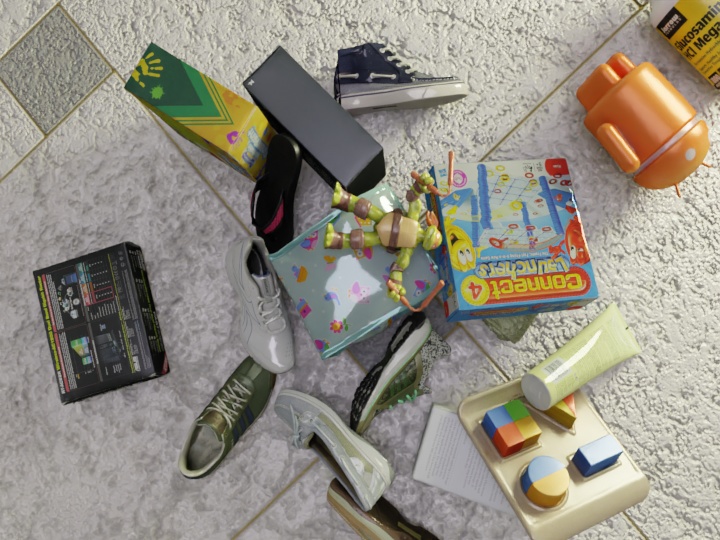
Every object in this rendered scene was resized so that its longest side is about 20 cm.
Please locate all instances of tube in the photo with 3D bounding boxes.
[{"bbox_3d":[0.297,0.117,0.892,0.197,0.052,0.059,-27,124,-28],"label":"tube"}]

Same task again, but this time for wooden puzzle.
[{"bbox_3d":[0.245,0.219,0.848,0.182,0.047,0.202,-15,55,-21],"label":"wooden puzzle"}]

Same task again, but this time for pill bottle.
[{"bbox_3d":[0.471,-0.346,0.909,0.112,0.112,0.200,-43,82,1],"label":"pill bottle"}]

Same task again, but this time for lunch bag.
[{"bbox_3d":[0.000,0.000,0.924,0.198,0.122,0.173,-32,82,5],"label":"lunch bag"}]

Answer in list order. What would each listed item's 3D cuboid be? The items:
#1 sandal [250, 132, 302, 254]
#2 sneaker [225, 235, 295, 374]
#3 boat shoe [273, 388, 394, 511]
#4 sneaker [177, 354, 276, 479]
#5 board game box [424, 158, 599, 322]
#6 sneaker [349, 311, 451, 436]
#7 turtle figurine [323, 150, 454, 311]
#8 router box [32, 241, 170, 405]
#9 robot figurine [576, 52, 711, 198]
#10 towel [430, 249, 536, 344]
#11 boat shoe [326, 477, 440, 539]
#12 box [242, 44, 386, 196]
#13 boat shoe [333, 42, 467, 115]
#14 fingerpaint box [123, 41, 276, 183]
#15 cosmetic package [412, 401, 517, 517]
[{"bbox_3d":[-0.125,-0.095,0.927,0.075,0.203,0.045,37,46,23],"label":"sandal"},{"bbox_3d":[-0.139,0.047,0.942,0.073,0.087,0.204,-19,84,-25],"label":"sneaker"},{"bbox_3d":[-0.047,0.239,0.916,0.201,0.075,0.065,38,56,15],"label":"boat shoe"},{"bbox_3d":[-0.188,0.207,0.940,0.066,0.090,0.202,33,89,8],"label":"sneaker"},{"bbox_3d":[0.195,-0.043,0.890,0.195,0.056,0.200,-5,72,-12],"label":"board game box"},{"bbox_3d":[0.058,0.161,0.936,0.088,0.077,0.202,34,94,-10],"label":"sneaker"},{"bbox_3d":[0.039,-0.061,0.846,0.157,0.064,0.205,12,99,-3],"label":"turtle figurine"},{"bbox_3d":[-0.378,0.077,0.984,0.146,0.062,0.205,-15,84,3],"label":"router box"},{"bbox_3d":[0.385,-0.195,0.904,0.116,0.143,0.201,-42,82,23],"label":"robot figurine"},{"bbox_3d":[0.188,-0.013,0.949,0.200,0.036,0.149,44,89,8],"label":"towel"},{"bbox_3d":[0.028,0.368,0.921,0.198,0.072,0.077,35,105,9],"label":"boat shoe"},{"bbox_3d":[-0.058,-0.193,0.936,0.079,0.141,0.200,-45,83,1],"label":"box"},{"bbox_3d":[0.053,-0.282,0.963,0.195,0.075,0.095,-4,92,6],"label":"boat shoe"},{"bbox_3d":[-0.200,-0.205,0.921,0.165,0.200,0.074,32,88,8],"label":"fingerpaint box"},{"bbox_3d":[0.176,0.260,0.909,0.196,0.071,0.104,19,86,7],"label":"cosmetic package"}]
